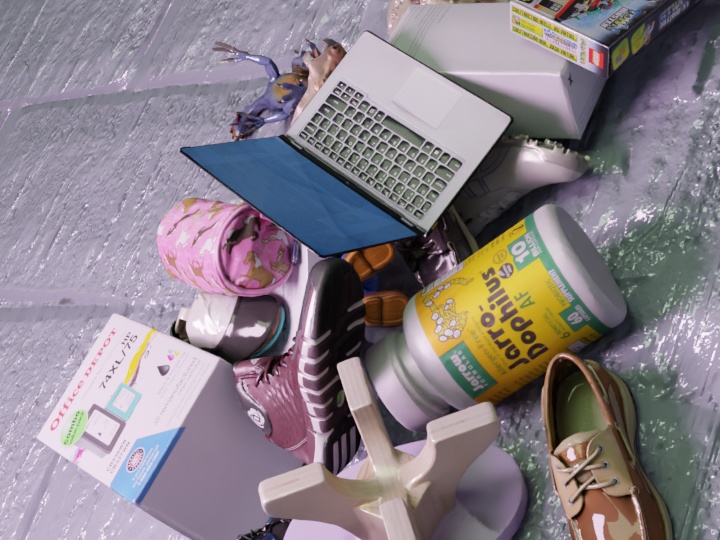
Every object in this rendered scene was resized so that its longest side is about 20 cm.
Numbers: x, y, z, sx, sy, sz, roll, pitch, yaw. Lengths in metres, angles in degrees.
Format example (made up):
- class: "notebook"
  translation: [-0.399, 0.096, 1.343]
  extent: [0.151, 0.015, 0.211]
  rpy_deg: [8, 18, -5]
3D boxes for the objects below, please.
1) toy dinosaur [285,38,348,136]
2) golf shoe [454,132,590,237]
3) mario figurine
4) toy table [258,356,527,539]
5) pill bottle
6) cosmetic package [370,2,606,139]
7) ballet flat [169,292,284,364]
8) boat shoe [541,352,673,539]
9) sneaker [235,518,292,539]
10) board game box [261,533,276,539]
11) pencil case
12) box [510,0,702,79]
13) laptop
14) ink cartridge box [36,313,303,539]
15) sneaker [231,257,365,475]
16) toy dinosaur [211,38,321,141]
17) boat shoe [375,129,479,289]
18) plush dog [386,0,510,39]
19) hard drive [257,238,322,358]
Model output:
- class: "toy dinosaur"
  translation: [-0.026, -0.110, 1.283]
  extent: [0.135, 0.201, 0.086]
  rpy_deg: [-28, 42, -7]
- class: "golf shoe"
  translation: [0.123, -0.074, 1.197]
  extent: [0.199, 0.078, 0.098]
  rpy_deg: [2, 83, 48]
- class: "mario figurine"
  translation: [0.000, 0.000, 1.214]
  extent: [0.200, 0.105, 0.124]
  rpy_deg: [10, 81, 71]
- class: "toy table"
  translation: [0.023, 0.170, 0.992]
  extent: [0.199, 0.117, 0.184]
  rpy_deg: [-29, 48, -5]
- class: "pill bottle"
  translation: [0.106, 0.045, 1.065]
  extent: [0.199, 0.113, 0.113]
  rpy_deg: [-35, 40, 18]
- class: "cosmetic package"
  translation: [0.121, -0.187, 1.213]
  extent: [0.199, 0.081, 0.113]
  rpy_deg: [8, 50, 30]
- class: "ballet flat"
  translation: [-0.136, 0.056, 1.229]
  extent: [0.200, 0.068, 0.068]
  rpy_deg: [-25, 44, 64]
- class: "boat shoe"
  translation: [0.168, 0.146, 0.950]
  extent: [0.075, 0.074, 0.201]
  rpy_deg: [-31, 42, 23]
- class: "sneaker"
  translation: [-0.057, 0.238, 1.086]
  extent: [0.200, 0.091, 0.076]
  rpy_deg: [-49, 35, 0]
- class: "board game box"
  translation: [-0.052, 0.315, 0.958]
  extent: [0.135, 0.200, 0.034]
  rpy_deg: [-44, -6, 9]
- class: "pencil case"
  translation: [-0.127, -0.025, 1.201]
  extent: [0.086, 0.083, 0.200]
  rpy_deg: [-19, 11, -23]
- class: "box"
  translation: [0.237, -0.252, 1.152]
  extent: [0.110, 0.035, 0.200]
  rpy_deg: [33, 59, 32]
- class: "laptop"
  translation: [-0.011, -0.115, 1.117]
  extent: [0.187, 0.116, 0.200]
  rpy_deg: [36, 87, 31]
- class: "ink cartridge box"
  translation: [-0.172, 0.153, 1.223]
  extent: [0.199, 0.146, 0.147]
  rpy_deg: [15, 71, 50]
- class: "sneaker"
  translation: [-0.061, 0.073, 1.083]
  extent: [0.115, 0.202, 0.076]
  rpy_deg: [18, 30, 30]
- class: "toy dinosaur"
  translation: [-0.084, -0.188, 1.498]
  extent: [0.181, 0.198, 0.106]
  rpy_deg: [140, 144, -76]
- class: "boat shoe"
  translation: [0.055, -0.036, 1.169]
  extent: [0.072, 0.066, 0.202]
  rpy_deg: [-34, 63, 44]
- class: "plush dog"
  translation: [0.087, -0.281, 1.344]
  extent: [0.172, 0.159, 0.201]
  rpy_deg: [-51, 31, 38]
- class: "hard drive"
  translation: [-0.074, 0.021, 1.216]
  extent: [0.200, 0.026, 0.133]
  rpy_deg: [177, 92, -66]
